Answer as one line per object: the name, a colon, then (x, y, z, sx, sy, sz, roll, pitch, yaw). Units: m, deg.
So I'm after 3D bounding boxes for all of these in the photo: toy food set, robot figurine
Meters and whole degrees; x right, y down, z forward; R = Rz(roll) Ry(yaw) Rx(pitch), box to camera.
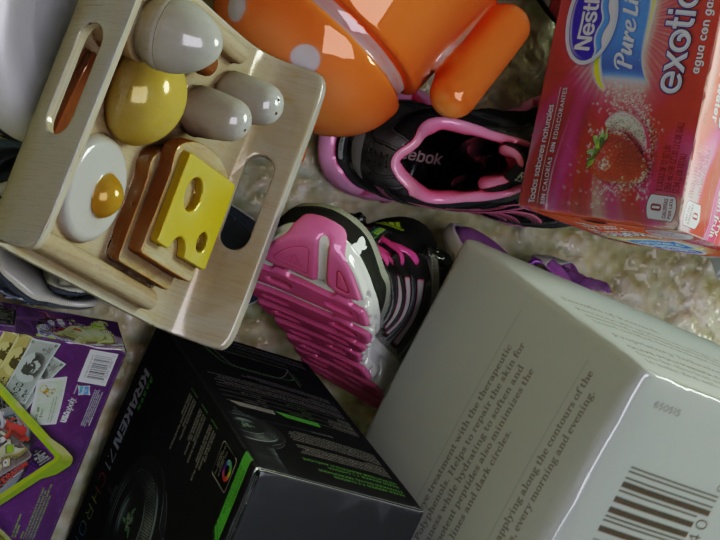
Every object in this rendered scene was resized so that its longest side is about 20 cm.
toy food set: (-0.078, -0.052, 0.960, 0.200, 0.060, 0.144, 36, 72, -65)
robot figurine: (0.007, -0.149, 1.114, 0.200, 0.117, 0.144, -48, 115, -7)

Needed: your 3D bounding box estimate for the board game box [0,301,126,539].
board game box: (-0.204, 0.100, 1.082, 0.120, 0.032, 0.200, 9, 123, -27)

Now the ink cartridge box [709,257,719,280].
ink cartridge box: (0.295, -0.066, 1.211, 0.200, 0.145, 0.145, 16, 131, -26)

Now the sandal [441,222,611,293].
sandal: (0.119, 0.022, 1.219, 0.050, 0.082, 0.203, -44, 128, 11)

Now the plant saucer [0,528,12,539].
plant saucer: (-0.260, 0.170, 1.083, 0.200, 0.031, 0.200, -8, 127, -11)

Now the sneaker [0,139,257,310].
sneaker: (-0.112, -0.011, 1.079, 0.202, 0.146, 0.077, 16, 93, -27)

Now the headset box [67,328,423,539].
headset box: (-0.067, 0.148, 1.087, 0.093, 0.200, 0.174, 17, 104, -25)

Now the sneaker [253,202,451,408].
sneaker: (0.000, 0.000, 1.131, 0.088, 0.074, 0.200, -61, 160, -15)

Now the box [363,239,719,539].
box: (0.118, 0.125, 1.114, 0.200, 0.171, 0.199, 21, 100, -36)

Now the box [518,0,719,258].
box: (0.162, -0.113, 1.128, 0.100, 0.095, 0.200, 15, 85, -56)

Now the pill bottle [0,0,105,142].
pill bottle: (-0.202, -0.124, 0.979, 0.112, 0.200, 0.113, -28, 124, -54)

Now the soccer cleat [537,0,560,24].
soccer cleat: (0.117, -0.214, 1.171, 0.068, 0.073, 0.200, -19, 108, -19)

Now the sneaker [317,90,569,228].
sneaker: (0.081, -0.057, 1.179, 0.200, 0.095, 0.079, 1, 99, -25)
